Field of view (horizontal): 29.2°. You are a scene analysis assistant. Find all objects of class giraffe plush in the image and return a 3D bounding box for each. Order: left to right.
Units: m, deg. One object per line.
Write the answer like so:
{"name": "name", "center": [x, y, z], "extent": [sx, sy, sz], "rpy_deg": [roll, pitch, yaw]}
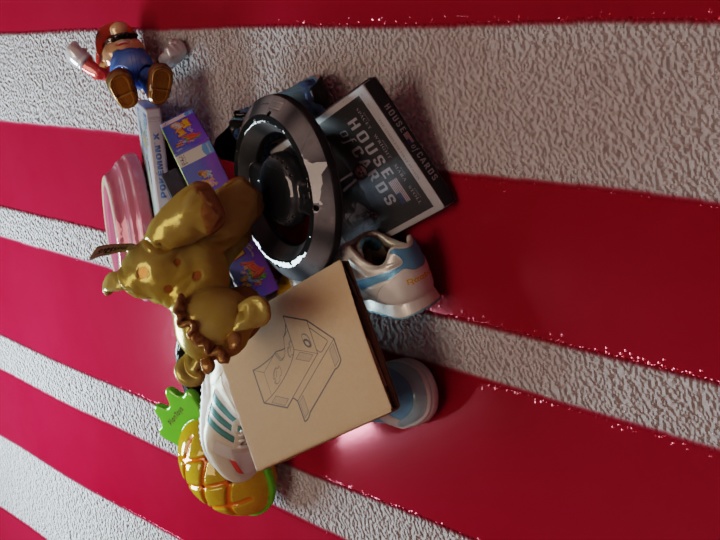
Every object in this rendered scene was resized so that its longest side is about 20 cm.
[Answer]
{"name": "giraffe plush", "center": [-0.161, 0.020, 1.439], "extent": [0.163, 0.199, 0.173], "rpy_deg": [52, 140, 16]}

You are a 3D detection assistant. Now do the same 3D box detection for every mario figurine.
{"name": "mario figurine", "center": [-0.302, -0.278, 1.771], "extent": [0.107, 0.123, 0.200], "rpy_deg": [-59, 29, 10]}

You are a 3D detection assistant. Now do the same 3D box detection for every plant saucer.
{"name": "plant saucer", "center": [-0.315, -0.056, 1.873], "extent": [0.200, 0.050, 0.203], "rpy_deg": [171, 90, -74]}

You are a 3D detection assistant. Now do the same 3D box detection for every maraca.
{"name": "maraca", "center": [-0.187, 0.233, 1.775], "extent": [0.200, 0.107, 0.137], "rpy_deg": [45, 132, 5]}

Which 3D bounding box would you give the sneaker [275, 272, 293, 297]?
{"name": "sneaker", "center": [-0.085, 0.087, 1.619], "extent": [0.075, 0.089, 0.203], "rpy_deg": [10, 109, 52]}

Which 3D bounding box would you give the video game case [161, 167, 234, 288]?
{"name": "video game case", "center": [-0.178, 0.002, 1.684], "extent": [0.181, 0.025, 0.201], "rpy_deg": [76, 168, -55]}

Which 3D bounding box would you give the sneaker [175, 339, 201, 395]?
{"name": "sneaker", "center": [-0.217, 0.110, 1.806], "extent": [0.088, 0.075, 0.202], "rpy_deg": [52, 151, 43]}

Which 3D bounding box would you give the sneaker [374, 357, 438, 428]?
{"name": "sneaker", "center": [-0.014, 0.145, 1.505], "extent": [0.199, 0.129, 0.081], "rpy_deg": [-10, 92, 54]}

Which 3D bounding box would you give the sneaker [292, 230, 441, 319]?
{"name": "sneaker", "center": [0.000, 0.000, 1.477], "extent": [0.199, 0.076, 0.082], "rpy_deg": [0, 115, 45]}

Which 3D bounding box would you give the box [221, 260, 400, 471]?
{"name": "box", "center": [-0.062, 0.103, 1.462], "extent": [0.199, 0.021, 0.165], "rpy_deg": [-28, 76, 34]}

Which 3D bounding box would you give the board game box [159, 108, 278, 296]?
{"name": "board game box", "center": [-0.165, -0.076, 1.614], "extent": [0.202, 0.044, 0.135], "rpy_deg": [66, 175, -24]}

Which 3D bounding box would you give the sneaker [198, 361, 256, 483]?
{"name": "sneaker", "center": [-0.135, 0.166, 1.581], "extent": [0.093, 0.070, 0.202], "rpy_deg": [28, 125, 50]}

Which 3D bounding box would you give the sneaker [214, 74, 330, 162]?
{"name": "sneaker", "center": [-0.100, -0.158, 1.557], "extent": [0.199, 0.089, 0.079], "rpy_deg": [-28, 77, 54]}

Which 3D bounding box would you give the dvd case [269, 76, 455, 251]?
{"name": "dvd case", "center": [-0.002, -0.102, 1.456], "extent": [0.151, 0.025, 0.199], "rpy_deg": [55, 145, -5]}

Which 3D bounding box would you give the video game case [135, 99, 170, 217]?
{"name": "video game case", "center": [-0.267, -0.125, 1.796], "extent": [0.200, 0.022, 0.185], "rpy_deg": [-143, 47, -73]}

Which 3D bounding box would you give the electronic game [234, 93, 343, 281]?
{"name": "electronic game", "center": [-0.078, -0.087, 1.474], "extent": [0.199, 0.041, 0.202], "rpy_deg": [30, 127, 49]}
